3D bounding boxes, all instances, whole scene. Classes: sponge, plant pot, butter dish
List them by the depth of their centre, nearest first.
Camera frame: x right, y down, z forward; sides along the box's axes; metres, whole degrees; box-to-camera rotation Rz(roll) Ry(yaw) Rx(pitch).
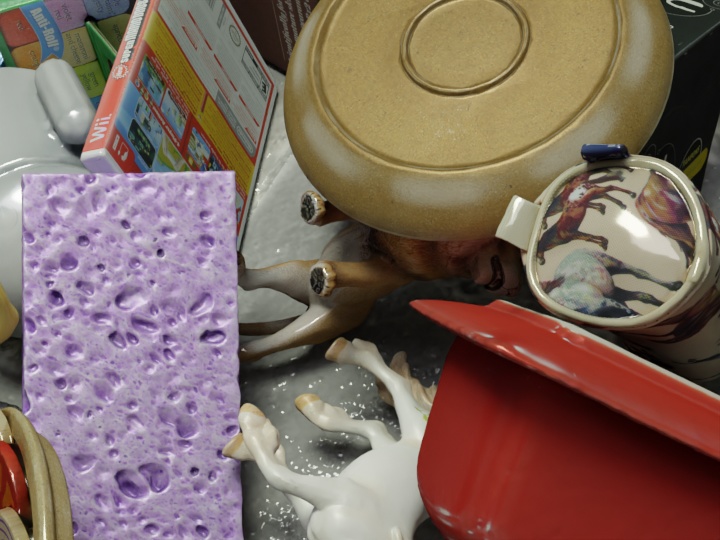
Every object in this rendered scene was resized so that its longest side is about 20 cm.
[{"bbox_3d":[0.098,0.110,0.599,0.198,0.200,0.149,24,90,-8],"label":"butter dish"},{"bbox_3d":[0.053,-0.106,0.667,0.198,0.028,0.201,-7,59,12],"label":"plant pot"},{"bbox_3d":[-0.117,0.048,0.691,0.111,0.030,0.202,0,82,-14],"label":"sponge"}]

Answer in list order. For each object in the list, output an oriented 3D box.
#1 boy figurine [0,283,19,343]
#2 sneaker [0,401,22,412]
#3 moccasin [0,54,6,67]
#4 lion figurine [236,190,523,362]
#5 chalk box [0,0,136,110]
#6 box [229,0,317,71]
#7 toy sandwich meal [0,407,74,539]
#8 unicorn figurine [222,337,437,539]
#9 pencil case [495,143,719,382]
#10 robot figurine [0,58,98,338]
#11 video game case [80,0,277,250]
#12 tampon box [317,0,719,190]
[{"bbox_3d":[-0.262,0.031,0.688,0.199,0.065,0.125,-21,37,17],"label":"boy figurine"},{"bbox_3d":[-0.253,0.083,0.734,0.198,0.082,0.075,2,50,13],"label":"sneaker"},{"bbox_3d":[-0.317,-0.200,0.981,0.068,0.081,0.200,-19,48,-22],"label":"moccasin"},{"bbox_3d":[0.000,0.000,0.735,0.122,0.200,0.073,-5,79,-38],"label":"lion figurine"},{"bbox_3d":[-0.183,-0.174,0.911,0.123,0.125,0.201,-17,48,-5],"label":"chalk box"},{"bbox_3d":[-0.014,-0.261,0.927,0.164,0.166,0.200,34,63,31],"label":"box"},{"bbox_3d":[-0.185,0.160,0.602,0.070,0.206,0.206,8,43,-27],"label":"toy sandwich meal"},{"bbox_3d":[-0.001,0.115,0.663,0.137,0.074,0.200,40,57,15],"label":"unicorn figurine"},{"bbox_3d":[0.138,0.003,0.635,0.089,0.200,0.078,31,93,27],"label":"pencil case"},{"bbox_3d":[-0.197,-0.041,0.790,0.112,0.170,0.200,4,38,-34],"label":"robot figurine"},{"bbox_3d":[-0.102,-0.093,0.817,0.017,0.143,0.201,-9,47,21],"label":"video game case"},{"bbox_3d":[0.092,-0.103,0.777,0.199,0.127,0.150,23,37,26],"label":"tampon box"}]
